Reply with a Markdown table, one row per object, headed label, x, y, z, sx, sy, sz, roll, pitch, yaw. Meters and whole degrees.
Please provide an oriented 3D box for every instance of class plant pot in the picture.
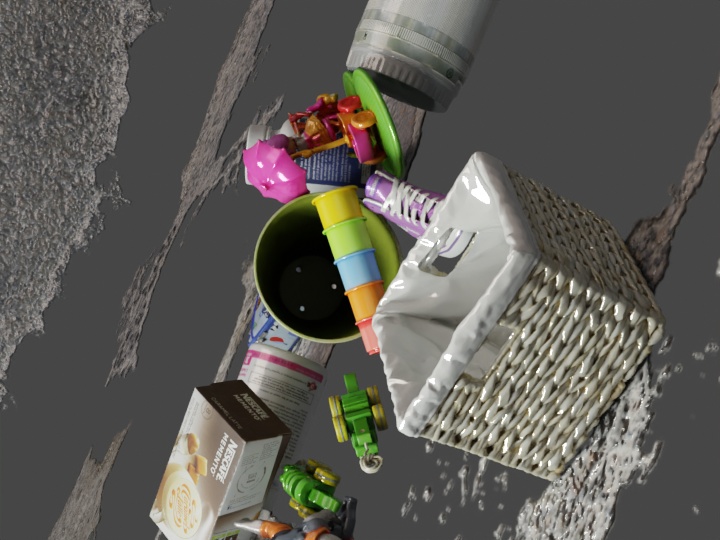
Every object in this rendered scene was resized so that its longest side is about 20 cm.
| label | x | y | z | sx | sy | sz | roll | pitch | yaw |
| --- | --- | --- | --- | --- | --- | --- | --- | --- | --- |
| plant pot | -0.051 | 0.011 | 1.686 | 0.200 | 0.186 | 0.188 | 130 | 160 | -78 |

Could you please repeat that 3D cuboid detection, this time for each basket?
| label | x | y | z | sx | sy | sz | roll | pitch | yaw |
| --- | --- | --- | --- | --- | --- | --- | --- | --- | --- |
| basket | 0.130 | 0.039 | 1.129 | 0.199 | 0.160 | 0.200 | -58 | 21 | 22 |

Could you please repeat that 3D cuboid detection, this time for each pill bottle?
| label | x | y | z | sx | sy | sz | roll | pitch | yaw |
| --- | --- | --- | --- | --- | --- | --- | --- | --- | --- |
| pill bottle | -0.055 | -0.151 | 1.773 | 0.111 | 0.198 | 0.112 | -175 | 90 | -89 |
| pill bottle | -0.127 | 0.207 | 1.709 | 0.113 | 0.113 | 0.201 | -10 | 59 | 68 |

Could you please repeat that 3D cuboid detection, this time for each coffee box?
| label | x | y | z | sx | sy | sz | roll | pitch | yaw |
| --- | --- | --- | --- | --- | --- | --- | --- | --- | --- |
| coffee box | -0.173 | 0.251 | 1.586 | 0.114 | 0.079 | 0.201 | 41 | 120 | 35 |

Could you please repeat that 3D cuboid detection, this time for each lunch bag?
| label | x | y | z | sx | sy | sz | roll | pitch | yaw |
| --- | --- | --- | --- | --- | --- | --- | --- | --- | --- |
| lunch bag | -0.112 | 0.030 | 1.953 | 0.160 | 0.075 | 0.201 | -49 | 24 | 46 |

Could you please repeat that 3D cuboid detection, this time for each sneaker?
| label | x | y | z | sx | sy | sz | roll | pitch | yaw |
| --- | --- | --- | --- | --- | --- | --- | --- | --- | --- |
| sneaker | 0.062 | -0.072 | 1.529 | 0.073 | 0.114 | 0.200 | -65 | 20 | -3 |

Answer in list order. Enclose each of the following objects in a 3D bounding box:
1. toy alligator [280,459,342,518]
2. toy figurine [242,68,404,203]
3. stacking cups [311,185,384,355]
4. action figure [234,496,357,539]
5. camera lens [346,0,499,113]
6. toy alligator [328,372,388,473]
| label | x | y | z | sx | sy | sz | roll | pitch | yaw |
| --- | --- | --- | --- | --- | --- | --- | --- | --- | --- |
| toy alligator | -0.073 | 0.256 | 1.570 | 0.060 | 0.054 | 0.200 | -66 | 18 | -2 |
| toy figurine | -0.065 | -0.164 | 1.648 | 0.200 | 0.183 | 0.151 | -124 | 14 | -54 |
| stacking cups | 0.000 | 0.000 | 1.556 | 0.060 | 0.060 | 0.201 | -34 | 72 | 58 |
| action figure | -0.078 | 0.340 | 1.417 | 0.193 | 0.104 | 0.201 | -25 | 47 | 43 |
| camera lens | 0.086 | -0.327 | 1.695 | 0.201 | 0.159 | 0.160 | -67 | 18 | -2 |
| toy alligator | 0.004 | 0.188 | 1.479 | 0.200 | 0.059 | 0.055 | -107 | 3 | -62 |
